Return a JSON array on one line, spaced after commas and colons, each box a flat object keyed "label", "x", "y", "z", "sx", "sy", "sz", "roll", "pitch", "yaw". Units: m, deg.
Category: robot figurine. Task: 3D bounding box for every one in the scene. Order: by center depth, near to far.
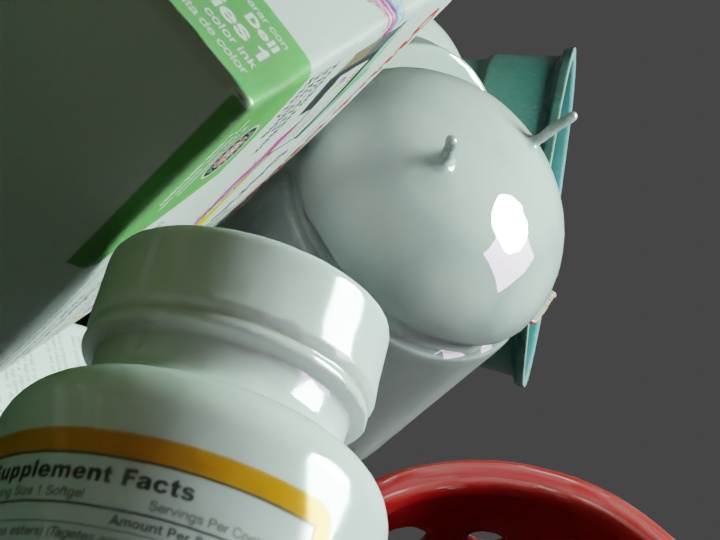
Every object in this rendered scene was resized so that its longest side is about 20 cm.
[{"label": "robot figurine", "x": 0.000, "y": 0.000, "z": 0.884, "sx": 0.169, "sy": 0.113, "sz": 0.200, "roll": -33, "pitch": 172, "yaw": -48}]

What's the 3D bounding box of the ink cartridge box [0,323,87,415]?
[{"label": "ink cartridge box", "x": -0.096, "y": 0.089, "z": 0.728, "sx": 0.199, "sy": 0.057, "sz": 0.163, "roll": 15, "pitch": 47, "yaw": -44}]

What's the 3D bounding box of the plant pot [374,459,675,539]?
[{"label": "plant pot", "x": 0.046, "y": 0.203, "z": 0.919, "sx": 0.183, "sy": 0.199, "sz": 0.201, "roll": 93, "pitch": 9, "yaw": -56}]

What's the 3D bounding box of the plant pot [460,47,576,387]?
[{"label": "plant pot", "x": 0.018, "y": -0.044, "z": 1.380, "sx": 0.200, "sy": 0.195, "sz": 0.202, "roll": 8, "pitch": 90, "yaw": -83}]

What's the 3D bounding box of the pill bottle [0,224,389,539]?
[{"label": "pill bottle", "x": -0.055, "y": 0.094, "z": 0.606, "sx": 0.111, "sy": 0.110, "sz": 0.201, "roll": 85, "pitch": 18, "yaw": -62}]

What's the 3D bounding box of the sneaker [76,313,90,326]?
[{"label": "sneaker", "x": -0.107, "y": -0.007, "z": 0.931, "sx": 0.081, "sy": 0.073, "sz": 0.201, "roll": 91, "pitch": 11, "yaw": -67}]

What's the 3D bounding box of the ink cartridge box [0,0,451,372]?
[{"label": "ink cartridge box", "x": -0.065, "y": -0.060, "z": 0.733, "sx": 0.145, "sy": 0.084, "sz": 0.200, "roll": -42, "pitch": 179, "yaw": 27}]

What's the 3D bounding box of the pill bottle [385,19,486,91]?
[{"label": "pill bottle", "x": -0.014, "y": -0.081, "z": 1.103, "sx": 0.200, "sy": 0.112, "sz": 0.113, "roll": -148, "pitch": -117, "yaw": -64}]

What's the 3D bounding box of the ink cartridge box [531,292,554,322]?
[{"label": "ink cartridge box", "x": -0.016, "y": 0.012, "z": 1.084, "sx": 0.163, "sy": 0.199, "sz": 0.057, "roll": -29, "pitch": 137, "yaw": -81}]
